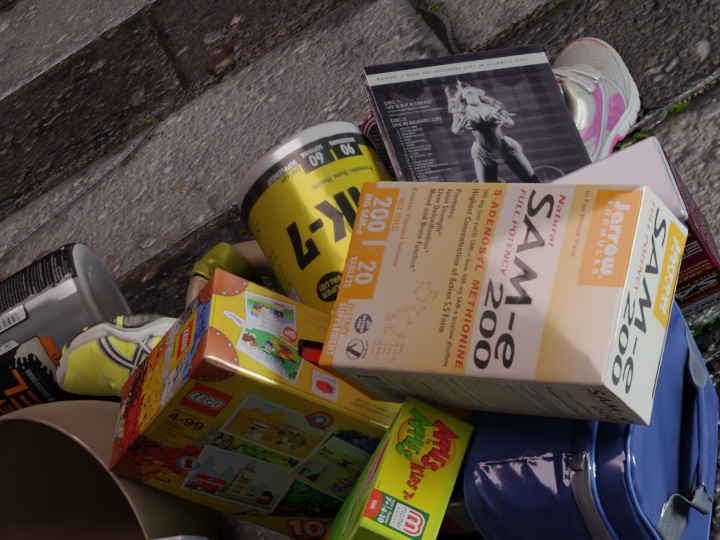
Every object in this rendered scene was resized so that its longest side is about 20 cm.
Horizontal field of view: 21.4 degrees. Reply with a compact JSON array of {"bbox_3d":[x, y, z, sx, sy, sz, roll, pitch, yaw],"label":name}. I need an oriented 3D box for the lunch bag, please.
[{"bbox_3d":[0.156,0.112,1.197,0.131,0.136,0.201,-14,41,27],"label":"lunch bag"}]

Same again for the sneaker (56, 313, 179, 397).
[{"bbox_3d":[-0.140,0.076,1.417,0.198,0.075,0.077,-9,68,22],"label":"sneaker"}]

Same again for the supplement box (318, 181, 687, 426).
[{"bbox_3d":[0.085,0.016,1.151,0.198,0.073,0.127,2,69,33],"label":"supplement box"}]

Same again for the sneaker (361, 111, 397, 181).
[{"bbox_3d":[0.080,-0.060,1.442,0.199,0.081,0.074,38,27,18],"label":"sneaker"}]

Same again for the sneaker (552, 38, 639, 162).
[{"bbox_3d":[0.167,-0.129,1.527,0.081,0.089,0.201,-14,37,26],"label":"sneaker"}]

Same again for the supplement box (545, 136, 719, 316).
[{"bbox_3d":[0.179,-0.013,1.284,0.108,0.200,0.061,-24,68,13],"label":"supplement box"}]

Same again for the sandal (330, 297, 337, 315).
[{"bbox_3d":[-0.001,0.019,1.312,0.210,0.070,0.078,-16,-5,12],"label":"sandal"}]

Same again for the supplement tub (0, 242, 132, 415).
[{"bbox_3d":[-0.299,0.073,1.646,0.199,0.123,0.123,-29,33,7],"label":"supplement tub"}]

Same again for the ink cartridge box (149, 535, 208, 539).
[{"bbox_3d":[-0.149,0.278,1.234,0.118,0.042,0.202,-11,78,27],"label":"ink cartridge box"}]

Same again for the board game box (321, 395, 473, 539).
[{"bbox_3d":[0.005,0.179,1.211,0.201,0.047,0.102,117,177,-49],"label":"board game box"}]

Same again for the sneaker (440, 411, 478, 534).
[{"bbox_3d":[0.091,0.091,1.323,0.081,0.089,0.201,-2,44,38],"label":"sneaker"}]

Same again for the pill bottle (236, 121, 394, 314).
[{"bbox_3d":[0.000,0.000,1.417,0.114,0.114,0.201,-32,69,1],"label":"pill bottle"}]

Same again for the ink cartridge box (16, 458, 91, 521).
[{"bbox_3d":[-0.297,0.227,1.468,0.199,0.100,0.039,-34,31,0],"label":"ink cartridge box"}]

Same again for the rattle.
[{"bbox_3d":[-0.046,0.067,1.523,0.198,0.144,0.131,11,34,-3],"label":"rattle"}]

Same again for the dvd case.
[{"bbox_3d":[0.096,-0.082,1.412,0.147,0.016,0.201,-9,56,-15],"label":"dvd case"}]

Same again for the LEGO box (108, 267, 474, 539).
[{"bbox_3d":[-0.045,0.101,1.273,0.149,0.199,0.078,-47,28,42],"label":"LEGO box"}]

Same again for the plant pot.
[{"bbox_3d":[-0.177,0.176,1.378,0.199,0.202,0.134,-2,16,38],"label":"plant pot"}]
